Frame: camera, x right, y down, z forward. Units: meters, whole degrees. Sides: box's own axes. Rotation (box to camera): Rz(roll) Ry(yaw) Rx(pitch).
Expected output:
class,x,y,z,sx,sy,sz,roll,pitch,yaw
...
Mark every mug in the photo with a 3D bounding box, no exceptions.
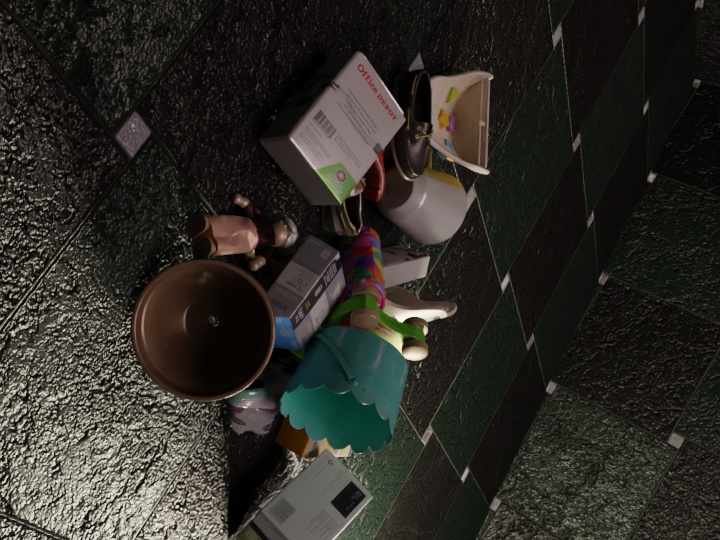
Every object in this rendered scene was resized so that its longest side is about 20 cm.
class,x,y,z,sx,sy,sz,roll,pitch,yaw
mug,0.099,-0.154,1.666,0.149,0.187,0.153,-41,149,20

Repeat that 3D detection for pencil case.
class,x,y,z,sx,sy,sz,roll,pitch,yaw
pencil case,0.000,0.000,1.532,0.200,0.088,0.088,-91,-178,-56

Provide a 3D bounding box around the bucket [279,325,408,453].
class,x,y,z,sx,sy,sz,roll,pitch,yaw
bucket,-0.023,0.197,1.421,0.207,0.207,0.135,76,28,-48

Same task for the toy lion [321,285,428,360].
class,x,y,z,sx,sy,sz,roll,pitch,yaw
toy lion,0.009,0.126,1.487,0.200,0.192,0.069,34,42,-34

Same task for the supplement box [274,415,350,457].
class,x,y,z,sx,sy,sz,roll,pitch,yaw
supplement box,-0.073,0.305,1.712,0.200,0.073,0.126,22,91,-63

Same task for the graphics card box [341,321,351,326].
class,x,y,z,sx,sy,sz,roll,pitch,yaw
graphics card box,-0.009,0.202,1.659,0.126,0.051,0.200,-90,161,-61

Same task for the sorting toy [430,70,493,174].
class,x,y,z,sx,sy,sz,roll,pitch,yaw
sorting toy,0.174,-0.298,1.661,0.180,0.107,0.200,4,88,-56

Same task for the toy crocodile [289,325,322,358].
class,x,y,z,sx,sy,sz,roll,pitch,yaw
toy crocodile,-0.087,0.156,1.592,0.068,0.062,0.200,-53,148,-34

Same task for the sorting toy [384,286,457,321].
class,x,y,z,sx,sy,sz,roll,pitch,yaw
sorting toy,0.093,0.082,1.681,0.200,0.180,0.107,-5,89,-71

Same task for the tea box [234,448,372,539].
class,x,y,z,sx,sy,sz,roll,pitch,yaw
tea box,-0.115,0.482,1.624,0.200,0.134,0.197,-35,165,-44

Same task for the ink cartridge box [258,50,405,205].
class,x,y,z,sx,sy,sz,roll,pitch,yaw
ink cartridge box,-0.040,-0.223,1.337,0.146,0.084,0.200,51,62,-31

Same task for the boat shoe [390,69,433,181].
class,x,y,z,sx,sy,sz,roll,pitch,yaw
boat shoe,0.099,-0.266,1.551,0.072,0.061,0.201,1,84,-44

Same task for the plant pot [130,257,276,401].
class,x,y,z,sx,sy,sz,roll,pitch,yaw
plant pot,-0.218,0.079,1.217,0.093,0.201,0.201,-100,-151,-84

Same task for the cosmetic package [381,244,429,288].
class,x,y,z,sx,sy,sz,roll,pitch,yaw
cosmetic package,0.056,-0.009,1.712,0.200,0.082,0.051,-15,119,-57

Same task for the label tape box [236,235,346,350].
class,x,y,z,sx,sy,sz,roll,pitch,yaw
label tape box,-0.106,0.063,1.354,0.200,0.066,0.143,-56,163,-20

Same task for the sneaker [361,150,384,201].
class,x,y,z,sx,sy,sz,roll,pitch,yaw
sneaker,0.034,-0.228,1.525,0.116,0.078,0.200,-46,146,-33

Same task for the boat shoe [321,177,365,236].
class,x,y,z,sx,sy,sz,roll,pitch,yaw
boat shoe,-0.025,-0.153,1.481,0.075,0.068,0.200,-40,141,-43

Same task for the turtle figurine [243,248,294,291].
class,x,y,z,sx,sy,sz,roll,pitch,yaw
turtle figurine,-0.145,0.025,1.399,0.161,0.064,0.200,-62,152,-12

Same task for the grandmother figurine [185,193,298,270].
class,x,y,z,sx,sy,sz,roll,pitch,yaw
grandmother figurine,-0.170,-0.057,1.282,0.200,0.061,0.121,-3,84,-52

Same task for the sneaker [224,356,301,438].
class,x,y,z,sx,sy,sz,roll,pitch,yaw
sneaker,-0.163,0.237,1.509,0.200,0.078,0.140,-10,122,-42
